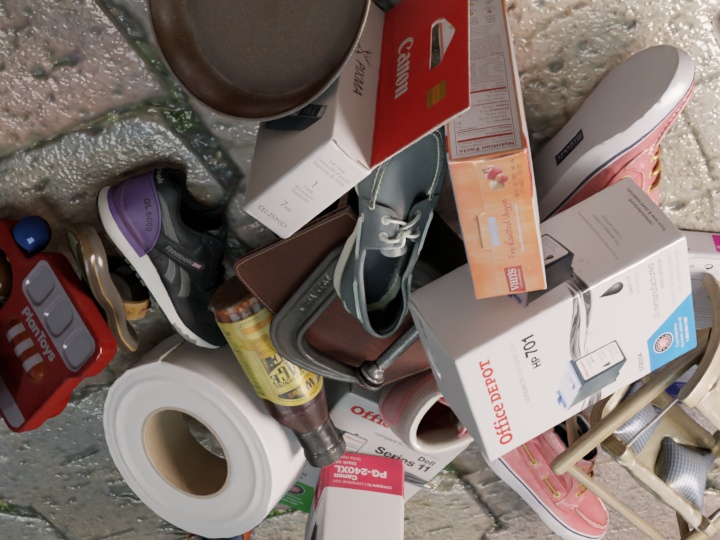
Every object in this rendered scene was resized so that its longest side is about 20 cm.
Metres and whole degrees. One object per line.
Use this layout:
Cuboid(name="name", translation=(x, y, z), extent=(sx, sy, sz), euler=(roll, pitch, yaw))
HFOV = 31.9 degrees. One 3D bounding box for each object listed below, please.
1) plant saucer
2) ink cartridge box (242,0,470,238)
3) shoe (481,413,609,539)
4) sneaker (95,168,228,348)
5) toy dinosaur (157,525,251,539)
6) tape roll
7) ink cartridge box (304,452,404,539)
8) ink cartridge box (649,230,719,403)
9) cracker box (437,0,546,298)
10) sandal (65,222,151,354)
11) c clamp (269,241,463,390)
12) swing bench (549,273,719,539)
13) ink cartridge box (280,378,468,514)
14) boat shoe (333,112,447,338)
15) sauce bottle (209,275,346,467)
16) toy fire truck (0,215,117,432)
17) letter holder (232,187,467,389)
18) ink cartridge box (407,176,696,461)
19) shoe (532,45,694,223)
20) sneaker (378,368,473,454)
Cuboid(name="plant saucer", translation=(-0.069, -0.206, 0.894), extent=(0.200, 0.200, 0.032), euler=(-31, 168, 30))
Cuboid(name="ink cartridge box", translation=(-0.001, -0.141, 0.907), extent=(0.176, 0.200, 0.045), euler=(-34, 123, 31))
Cuboid(name="shoe", translation=(0.221, 0.216, 1.324), extent=(0.091, 0.072, 0.200), euler=(-28, 121, 35))
Cuboid(name="sneaker", translation=(-0.149, -0.008, 1.141), extent=(0.087, 0.076, 0.200), euler=(-21, 129, 16))
Cuboid(name="toy dinosaur", translation=(-0.175, 0.336, 1.502), extent=(0.181, 0.105, 0.200), euler=(-42, 157, 22))
Cuboid(name="tape roll", translation=(-0.156, 0.163, 1.249), extent=(0.202, 0.071, 0.203), euler=(14, 121, 24))
Cuboid(name="ink cartridge box", translation=(-0.011, 0.300, 1.220), extent=(0.083, 0.200, 0.145), euler=(10, 135, -6))
Cuboid(name="ink cartridge box", translation=(0.276, 0.045, 1.176), extent=(0.119, 0.042, 0.200), euler=(5, 132, -2))
Cuboid(name="cracker box", translation=(0.097, -0.096, 0.941), extent=(0.058, 0.200, 0.134), euler=(-8, 134, 9))
Cuboid(name="sandal", translation=(-0.223, 0.013, 1.148), extent=(0.055, 0.082, 0.200), euler=(-28, 152, -15))
Cuboid(name="c clamp", translation=(0.024, 0.045, 1.067), extent=(0.171, 0.027, 0.200), euler=(31, 130, -23))
Cuboid(name="swing bench", translation=(0.305, 0.141, 1.152), extent=(0.200, 0.130, 0.199), euler=(-33, 125, 28))
Cuboid(name="ink cartridge box", translation=(0.001, 0.172, 1.293), extent=(0.146, 0.083, 0.200), euler=(25, 130, -19))
Cuboid(name="boat shoe", translation=(0.029, -0.032, 0.940), extent=(0.073, 0.062, 0.200), euler=(-3, 135, -23))
Cuboid(name="sauce bottle", translation=(-0.069, 0.094, 1.162), extent=(0.066, 0.066, 0.200), euler=(-17, 119, 20))
Cuboid(name="toy fire truck", translation=(-0.313, 0.041, 1.141), extent=(0.168, 0.200, 0.112), euler=(-43, 158, 24))
Cuboid(name="letter holder", translation=(0.000, 0.000, 1.116), extent=(0.142, 0.101, 0.200), euler=(-26, 127, 29))
Cuboid(name="ink cartridge box", translation=(0.155, 0.040, 0.993), extent=(0.200, 0.086, 0.147), euler=(-29, 138, -6))
Cuboid(name="shoe", translation=(0.217, -0.094, 1.019), extent=(0.091, 0.072, 0.200), euler=(22, 134, -24))
Cuboid(name="sneaker", translation=(0.111, 0.096, 1.149), extent=(0.200, 0.105, 0.075), euler=(-37, 108, 1))
